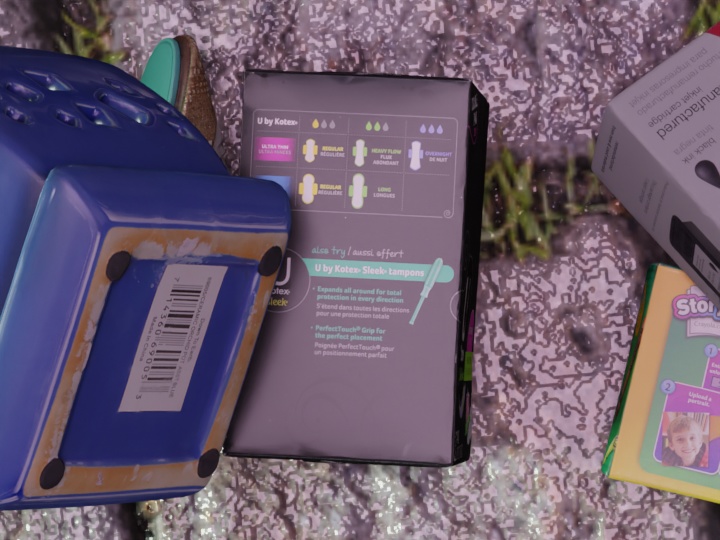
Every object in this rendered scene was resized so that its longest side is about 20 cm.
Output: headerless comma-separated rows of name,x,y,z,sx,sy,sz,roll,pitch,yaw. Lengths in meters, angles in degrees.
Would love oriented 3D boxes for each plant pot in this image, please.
plant pot,-0.157,0.009,1.481,0.179,0.200,0.201,27,104,35

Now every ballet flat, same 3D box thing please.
ballet flat,-0.106,-0.027,1.647,0.065,0.070,0.201,16,92,-23

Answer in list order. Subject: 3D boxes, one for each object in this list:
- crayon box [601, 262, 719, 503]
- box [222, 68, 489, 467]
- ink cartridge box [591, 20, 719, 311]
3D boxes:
crayon box,0.239,0.076,1.613,0.199,0.058,0.119,14,89,4
box,0.000,0.000,1.587,0.124,0.149,0.201,2,88,5
ink cartridge box,0.241,-0.038,1.566,0.145,0.083,0.200,-36,71,-17
